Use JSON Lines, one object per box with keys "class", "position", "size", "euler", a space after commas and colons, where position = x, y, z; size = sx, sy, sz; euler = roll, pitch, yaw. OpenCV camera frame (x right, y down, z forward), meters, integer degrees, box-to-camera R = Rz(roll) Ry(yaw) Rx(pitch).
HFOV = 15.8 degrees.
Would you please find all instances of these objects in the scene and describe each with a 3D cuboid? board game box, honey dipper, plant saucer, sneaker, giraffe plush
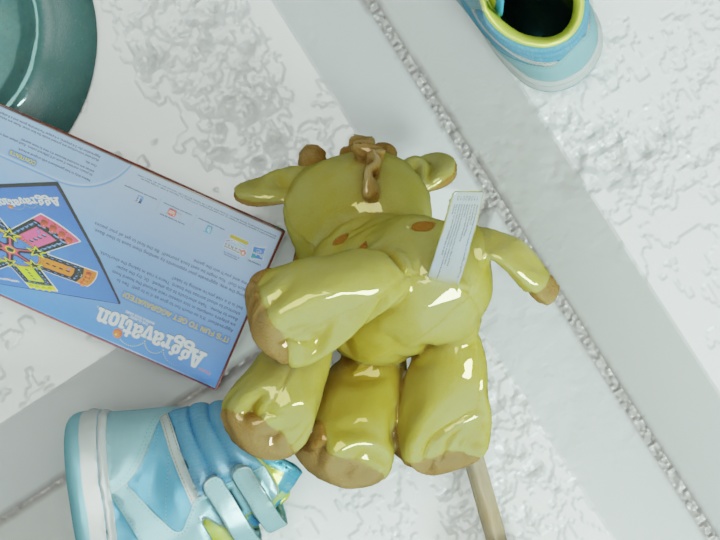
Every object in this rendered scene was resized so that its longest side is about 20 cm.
{"class": "board game box", "position": [-0.155, -0.017, 1.517], "size": [0.199, 0.019, 0.104], "euler": [24, 89, -4]}
{"class": "honey dipper", "position": [0.067, 0.111, 1.504], "size": [0.038, 0.038, 0.201], "euler": [-15, 79, 1]}
{"class": "plant saucer", "position": [-0.257, -0.140, 1.545], "size": [0.198, 0.036, 0.202], "euler": [0, 83, 3]}
{"class": "sneaker", "position": [-0.089, 0.168, 1.475], "size": [0.130, 0.080, 0.202], "euler": [-12, 84, 3]}
{"class": "sneaker", "position": [0.066, -0.196, 1.486], "size": [0.080, 0.131, 0.200], "euler": [-44, 83, -1]}
{"class": "giraffe plush", "position": [0.000, 0.000, 1.459], "size": [0.172, 0.162, 0.201], "euler": [19, 114, -29]}
